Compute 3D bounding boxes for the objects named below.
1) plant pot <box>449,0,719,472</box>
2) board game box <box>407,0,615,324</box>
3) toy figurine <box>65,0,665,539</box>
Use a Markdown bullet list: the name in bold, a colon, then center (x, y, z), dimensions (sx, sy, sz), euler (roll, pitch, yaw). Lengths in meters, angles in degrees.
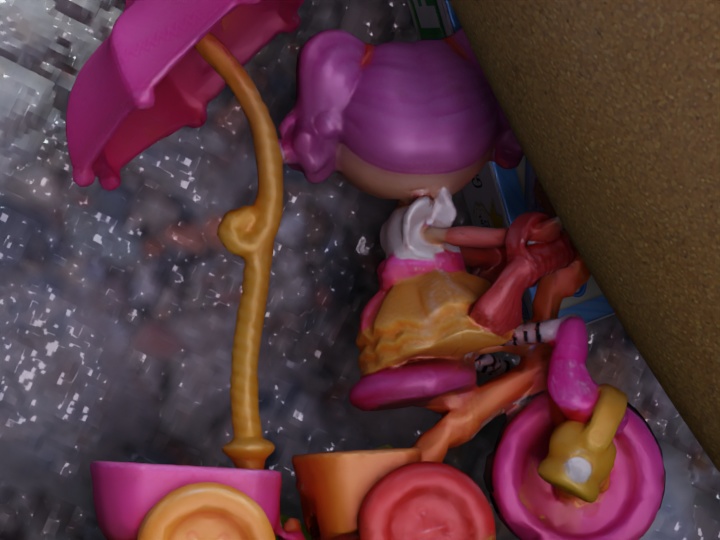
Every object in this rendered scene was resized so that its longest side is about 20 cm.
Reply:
- **plant pot**: center (0.109, -0.058, 0.679), dimensions (0.185, 0.186, 0.201), euler (-17, 98, -14)
- **board game box**: center (0.077, -0.097, 0.785), dimensions (0.134, 0.034, 0.201), euler (-19, 99, -14)
- **toy figurine**: center (0.000, 0.000, 0.721), dimensions (0.199, 0.150, 0.185), euler (-4, 87, -10)
